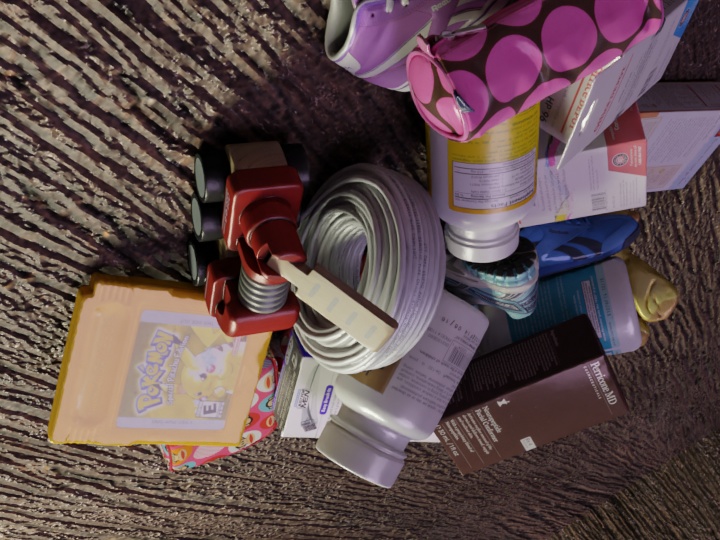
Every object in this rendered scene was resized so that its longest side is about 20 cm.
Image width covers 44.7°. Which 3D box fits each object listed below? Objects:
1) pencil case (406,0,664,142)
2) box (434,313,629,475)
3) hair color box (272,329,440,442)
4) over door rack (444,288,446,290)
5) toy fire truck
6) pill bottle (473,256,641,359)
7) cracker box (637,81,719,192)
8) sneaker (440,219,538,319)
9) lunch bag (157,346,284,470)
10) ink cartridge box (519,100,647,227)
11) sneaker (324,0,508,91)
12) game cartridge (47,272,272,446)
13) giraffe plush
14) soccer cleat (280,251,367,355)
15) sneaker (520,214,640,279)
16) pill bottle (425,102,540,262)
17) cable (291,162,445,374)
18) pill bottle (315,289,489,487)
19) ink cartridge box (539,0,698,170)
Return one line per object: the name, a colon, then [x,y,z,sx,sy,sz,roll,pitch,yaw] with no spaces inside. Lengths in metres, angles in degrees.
pencil case: [0.135,-0.179,0.672,0.200,0.091,0.094,-32,125,-12]
box: [0.176,0.137,0.951,0.200,0.075,0.100,-26,124,12]
hair color box: [0.009,0.134,1.001,0.200,0.065,0.109,6,117,-22]
over door rack: [0.137,0.003,1.084,0.148,0.067,0.200,-5,141,-36]
toy fire truck: [-0.067,0.007,0.777,0.128,0.200,0.176,-7,143,-21]
pill bottle: [0.215,0.055,1.016,0.200,0.111,0.111,-12,152,15]
cracker box: [0.342,-0.155,1.038,0.200,0.058,0.134,-7,143,-32]
sneaker: [0.101,0.001,0.927,0.078,0.200,0.086,-40,131,-26]
lunch bag: [-0.160,0.146,1.025,0.176,0.082,0.200,-19,147,-19]
ink cartridge box: [0.196,-0.108,0.931,0.200,0.068,0.117,-10,146,11]
sneaker: [0.050,-0.227,0.680,0.114,0.073,0.201,10,131,-43]
game cartridge: [-0.195,0.096,0.879,0.200,0.032,0.177,7,108,-32]
giraffe plush: [0.300,-0.002,1.128,0.172,0.200,0.162,-18,-175,16]
soccer cleat: [-0.012,0.037,1.027,0.200,0.067,0.076,-42,179,8]
sneaker: [0.221,-0.041,0.995,0.200,0.066,0.079,-16,104,-4]
pill bottle: [0.112,-0.110,0.812,0.104,0.104,0.200,-19,127,-18]
cable: [0.000,0.000,0.835,0.069,0.200,0.200,9,132,-34]
pill bottle: [0.038,0.112,0.897,0.200,0.114,0.114,-62,147,-5]
ink cartridge box: [0.224,-0.193,0.807,0.200,0.068,0.116,-40,156,-33]
